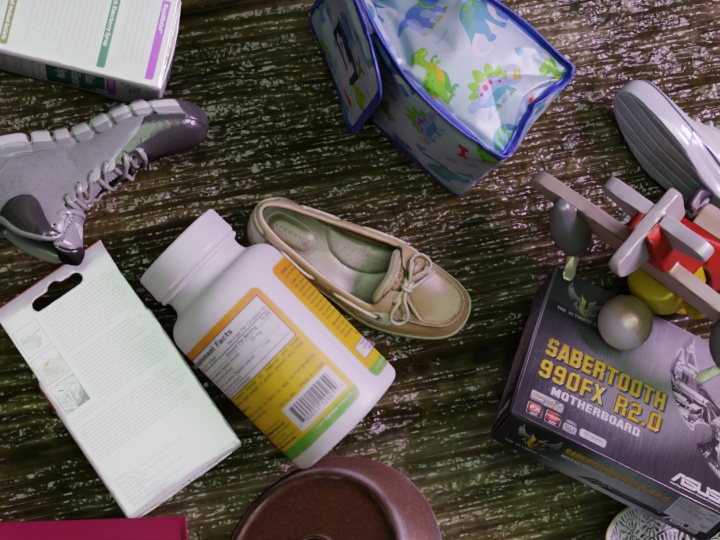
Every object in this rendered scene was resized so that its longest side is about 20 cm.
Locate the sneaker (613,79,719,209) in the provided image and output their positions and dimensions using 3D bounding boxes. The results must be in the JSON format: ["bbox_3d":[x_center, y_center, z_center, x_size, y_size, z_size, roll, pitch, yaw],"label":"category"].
[{"bbox_3d":[0.298,-0.094,1.439,0.200,0.073,0.071,46,67,-8],"label":"sneaker"}]

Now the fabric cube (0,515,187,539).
[{"bbox_3d":[-0.223,0.302,1.245,0.198,0.200,0.197,-1,99,-8],"label":"fabric cube"}]

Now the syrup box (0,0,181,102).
[{"bbox_3d":[-0.248,-0.197,1.362,0.199,0.079,0.082,14,83,-6],"label":"syrup box"}]

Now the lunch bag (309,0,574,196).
[{"bbox_3d":[0.048,-0.166,1.354,0.200,0.170,0.128,41,78,-3],"label":"lunch bag"}]

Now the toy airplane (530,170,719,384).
[{"bbox_3d":[0.233,0.003,1.335,0.198,0.200,0.141,28,105,-19],"label":"toy airplane"}]

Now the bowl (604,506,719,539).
[{"bbox_3d":[0.291,0.267,1.360,0.199,0.201,0.095,0,113,-8],"label":"bowl"}]

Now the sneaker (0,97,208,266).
[{"bbox_3d":[-0.210,-0.060,1.345,0.199,0.075,0.116,-14,64,1],"label":"sneaker"}]

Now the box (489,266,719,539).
[{"bbox_3d":[0.219,0.107,1.378,0.199,0.048,0.159,27,52,-4],"label":"box"}]

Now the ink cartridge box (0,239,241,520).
[{"bbox_3d":[-0.195,0.089,1.360,0.109,0.050,0.200,-34,89,-8],"label":"ink cartridge box"}]

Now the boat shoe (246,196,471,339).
[{"bbox_3d":[0.000,-0.003,1.386,0.200,0.063,0.073,30,82,-4],"label":"boat shoe"}]

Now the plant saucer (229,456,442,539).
[{"bbox_3d":[-0.032,0.235,1.315,0.199,0.034,0.201,-12,60,22],"label":"plant saucer"}]

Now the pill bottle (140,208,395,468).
[{"bbox_3d":[-0.077,0.050,1.347,0.200,0.111,0.111,45,81,-2],"label":"pill bottle"}]
